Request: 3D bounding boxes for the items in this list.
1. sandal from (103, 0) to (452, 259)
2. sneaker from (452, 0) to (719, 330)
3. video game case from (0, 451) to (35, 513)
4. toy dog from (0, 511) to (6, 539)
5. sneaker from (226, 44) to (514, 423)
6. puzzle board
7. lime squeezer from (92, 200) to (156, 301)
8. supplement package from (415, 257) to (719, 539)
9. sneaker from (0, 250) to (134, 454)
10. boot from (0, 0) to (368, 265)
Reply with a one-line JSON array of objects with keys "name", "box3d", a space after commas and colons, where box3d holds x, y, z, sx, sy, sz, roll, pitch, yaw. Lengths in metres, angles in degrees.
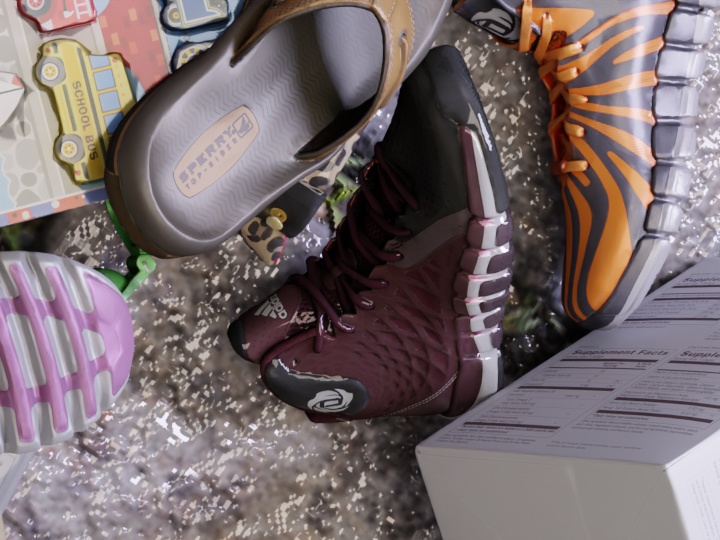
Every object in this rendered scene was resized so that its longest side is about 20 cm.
[{"name": "sandal", "box3d": [-0.019, -0.083, 1.139, 0.200, 0.054, 0.082, -46, 111, -29]}, {"name": "sneaker", "box3d": [0.087, -0.080, 1.308, 0.111, 0.078, 0.201, 13, 83, -18]}, {"name": "video game case", "box3d": [-0.256, 0.118, 1.232, 0.181, 0.024, 0.201, 29, 89, -21]}, {"name": "toy dog", "box3d": [-0.174, 0.163, 1.199, 0.131, 0.096, 0.201, -29, 108, -1]}, {"name": "sneaker", "box3d": [0.000, 0.000, 1.249, 0.115, 0.076, 0.201, -12, 135, -9]}, {"name": "puzzle board", "box3d": [-0.120, -0.125, 1.151, 0.150, 0.017, 0.201, -15, 93, -11]}, {"name": "lime squeezer", "box3d": [-0.117, -0.006, 1.248, 0.070, 0.038, 0.201, 11, 87, -36]}, {"name": "supplement package", "box3d": [0.159, 0.102, 1.281, 0.200, 0.150, 0.153, -30, 110, -37]}, {"name": "sneaker", "box3d": [-0.189, 0.038, 1.184, 0.199, 0.088, 0.081, -13, 100, -20]}, {"name": "boot", "box3d": [-0.091, -0.052, 1.205, 0.150, 0.073, 0.201, 34, 90, -8]}]
